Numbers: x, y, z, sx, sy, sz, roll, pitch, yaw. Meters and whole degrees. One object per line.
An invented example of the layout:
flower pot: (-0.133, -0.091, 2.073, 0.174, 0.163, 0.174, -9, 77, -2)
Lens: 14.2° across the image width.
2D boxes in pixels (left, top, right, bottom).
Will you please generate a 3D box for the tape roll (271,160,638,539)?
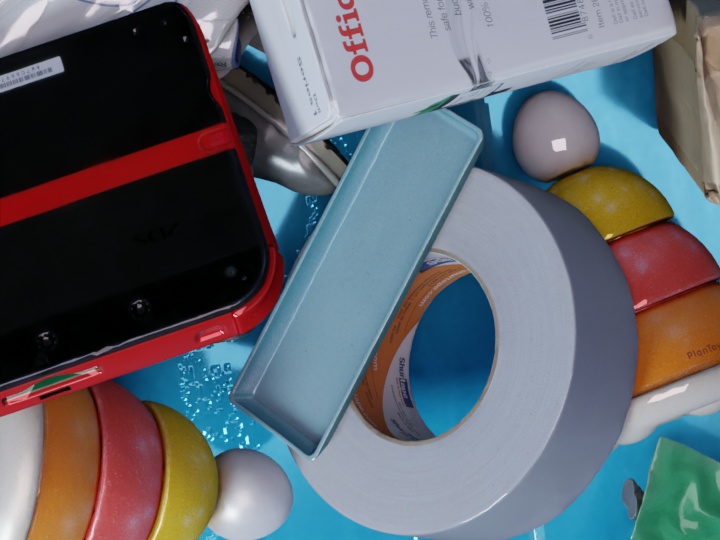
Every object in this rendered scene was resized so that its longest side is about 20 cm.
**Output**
tape roll: (0.049, 0.045, 1.557, 0.066, 0.200, 0.201, 15, 105, -52)

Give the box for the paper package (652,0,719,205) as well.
paper package: (0.262, -0.109, 1.537, 0.199, 0.191, 0.104, -5, 105, -2)

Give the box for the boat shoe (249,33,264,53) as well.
boat shoe: (0.019, -0.150, 1.589, 0.199, 0.073, 0.062, 6, 58, 2)

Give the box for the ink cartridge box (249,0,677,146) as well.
ink cartridge box: (0.043, -0.160, 1.489, 0.199, 0.084, 0.147, -15, 87, -20)

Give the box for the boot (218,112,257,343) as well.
boot: (-0.151, -0.021, 1.528, 0.199, 0.068, 0.131, 5, 108, -1)

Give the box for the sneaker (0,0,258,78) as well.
sneaker: (-0.110, -0.134, 1.512, 0.199, 0.075, 0.087, -24, 72, -4)

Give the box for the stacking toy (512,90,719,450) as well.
stacking toy: (0.139, -0.007, 1.601, 0.146, 0.146, 0.201, -20, 84, 0)

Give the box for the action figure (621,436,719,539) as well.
action figure: (0.239, 0.171, 1.663, 0.199, 0.055, 0.119, 16, 103, -16)

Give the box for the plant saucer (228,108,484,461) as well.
plant saucer: (0.000, 0.000, 1.549, 0.070, 0.019, 0.201, 34, 103, 33)

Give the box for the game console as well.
game console: (-0.152, -0.028, 1.452, 0.199, 0.031, 0.177, -19, 70, -5)

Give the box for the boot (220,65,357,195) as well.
boot: (-0.125, -0.032, 1.586, 0.182, 0.073, 0.200, 36, 91, 6)

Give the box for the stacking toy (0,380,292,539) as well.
stacking toy: (-0.129, 0.113, 1.539, 0.199, 0.146, 0.147, 10, 102, -30)
